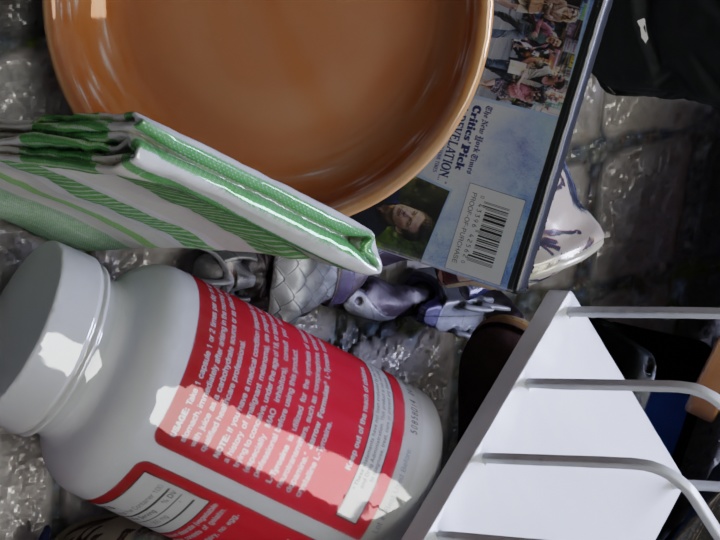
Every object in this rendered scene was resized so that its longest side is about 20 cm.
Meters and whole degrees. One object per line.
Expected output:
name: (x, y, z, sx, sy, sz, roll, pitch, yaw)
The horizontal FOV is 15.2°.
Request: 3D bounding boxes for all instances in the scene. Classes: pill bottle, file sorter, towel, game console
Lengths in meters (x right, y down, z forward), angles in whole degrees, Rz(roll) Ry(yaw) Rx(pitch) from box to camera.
pill bottle: (-0.071, 0.067, 1.227, 0.200, 0.112, 0.112, 28, 88, -23)
file sorter: (0.120, 0.128, 1.224, 0.139, 0.124, 0.200, 56, 52, -33)
towel: (-0.104, -0.030, 1.127, 0.152, 0.200, 0.023, 24, 75, -42)
game console: (0.141, 0.135, 1.465, 0.116, 0.176, 0.200, 16, 95, -15)

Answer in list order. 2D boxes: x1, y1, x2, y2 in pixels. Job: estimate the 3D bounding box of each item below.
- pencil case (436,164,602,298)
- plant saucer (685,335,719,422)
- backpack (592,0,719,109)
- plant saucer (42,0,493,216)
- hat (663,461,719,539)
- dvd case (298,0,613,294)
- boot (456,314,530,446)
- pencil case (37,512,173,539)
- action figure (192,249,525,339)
pencil case: (0.049, -0.089, 1.260, 0.089, 0.078, 0.200, -16, 88, -73)
plant saucer: (0.234, -0.006, 1.455, 0.200, 0.032, 0.200, -60, 172, -14)
backpack: (0.222, -0.160, 1.392, 0.200, 0.167, 0.127, -35, 136, -41)
plant saucer: (-0.039, -0.118, 1.183, 0.037, 0.200, 0.200, -34, 139, -78)
hat: (0.228, 0.130, 1.495, 0.201, 0.081, 0.201, -56, 173, -10)
dvd case: (0.000, -0.087, 1.211, 0.018, 0.200, 0.143, -9, 117, -73)
boot: (0.056, 0.133, 1.287, 0.166, 0.072, 0.200, -23, 104, -55)
pencil case: (-0.112, 0.214, 1.296, 0.089, 0.078, 0.200, -29, 125, -50)
action figure: (0.000, 0.000, 1.320, 0.200, 0.069, 0.130, -1, 116, -36)
